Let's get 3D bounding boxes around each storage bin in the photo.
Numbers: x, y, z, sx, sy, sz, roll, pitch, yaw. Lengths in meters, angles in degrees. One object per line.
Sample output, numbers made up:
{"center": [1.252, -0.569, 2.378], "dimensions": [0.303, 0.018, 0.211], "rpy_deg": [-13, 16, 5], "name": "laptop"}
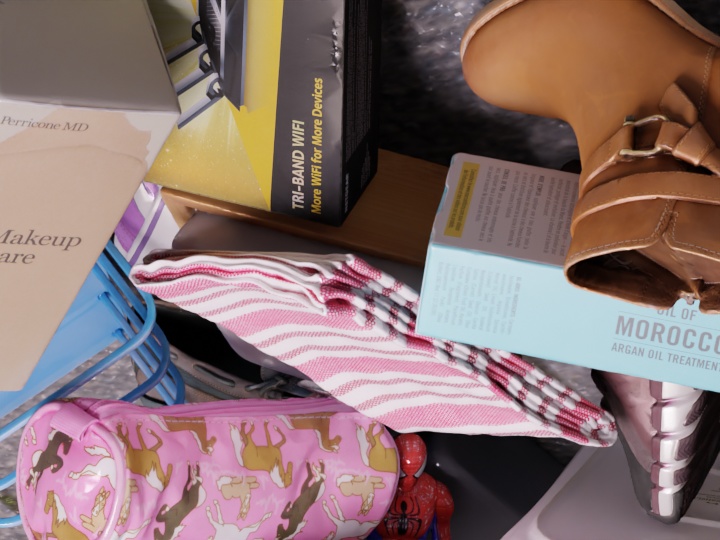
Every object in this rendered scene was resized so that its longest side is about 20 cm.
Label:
{"center": [0.052, 0.149, 1.665], "dimensions": [0.134, 0.146, 0.200], "rpy_deg": [-38, 117, 25], "name": "storage bin"}

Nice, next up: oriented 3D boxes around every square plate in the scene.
{"center": [0.175, 0.123, 1.497], "dimensions": [0.199, 0.198, 0.029], "rpy_deg": [7, 115, 25], "name": "square plate"}

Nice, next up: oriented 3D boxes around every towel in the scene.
{"center": [0.006, 0.041, 1.393], "dimensions": [0.200, 0.030, 0.146], "rpy_deg": [32, 161, -38], "name": "towel"}

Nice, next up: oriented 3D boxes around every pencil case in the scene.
{"center": [-0.075, 0.101, 1.478], "dimensions": [0.200, 0.087, 0.083], "rpy_deg": [-1, 165, -44], "name": "pencil case"}

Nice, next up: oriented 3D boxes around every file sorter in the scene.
{"center": [-0.168, 0.060, 1.547], "dimensions": [0.123, 0.139, 0.200], "rpy_deg": [51, 169, 25], "name": "file sorter"}

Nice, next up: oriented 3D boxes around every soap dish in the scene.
{"center": [0.000, 0.000, 1.467], "dimensions": [0.157, 0.081, 0.200], "rpy_deg": [15, 163, 14], "name": "soap dish"}

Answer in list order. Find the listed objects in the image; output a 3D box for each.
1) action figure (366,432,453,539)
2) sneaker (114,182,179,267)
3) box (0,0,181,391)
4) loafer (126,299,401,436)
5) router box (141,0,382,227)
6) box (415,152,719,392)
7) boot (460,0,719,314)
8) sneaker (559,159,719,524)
{"center": [0.016, 0.173, 1.579], "dimensions": [0.065, 0.052, 0.201], "rpy_deg": [4, 116, -4], "name": "action figure"}
{"center": [-0.116, -0.083, 1.476], "dimensions": [0.114, 0.073, 0.201], "rpy_deg": [26, 139, 4], "name": "sneaker"}
{"center": [-0.164, -0.037, 1.328], "dimensions": [0.095, 0.078, 0.200], "rpy_deg": [2, 141, -30], "name": "box"}
{"center": [-0.049, 0.052, 1.631], "dimensions": [0.200, 0.072, 0.063], "rpy_deg": [2, 126, 36], "name": "loafer"}
{"center": [-0.071, -0.128, 1.327], "dimensions": [0.157, 0.052, 0.200], "rpy_deg": [13, 128, 16], "name": "router box"}
{"center": [0.129, 0.006, 1.300], "dimensions": [0.199, 0.082, 0.049], "rpy_deg": [11, 123, 4], "name": "box"}
{"center": [0.111, -0.052, 1.279], "dimensions": [0.200, 0.155, 0.074], "rpy_deg": [0, 140, 32], "name": "boot"}
{"center": [0.120, 0.025, 1.429], "dimensions": [0.115, 0.076, 0.200], "rpy_deg": [18, 130, 22], "name": "sneaker"}
